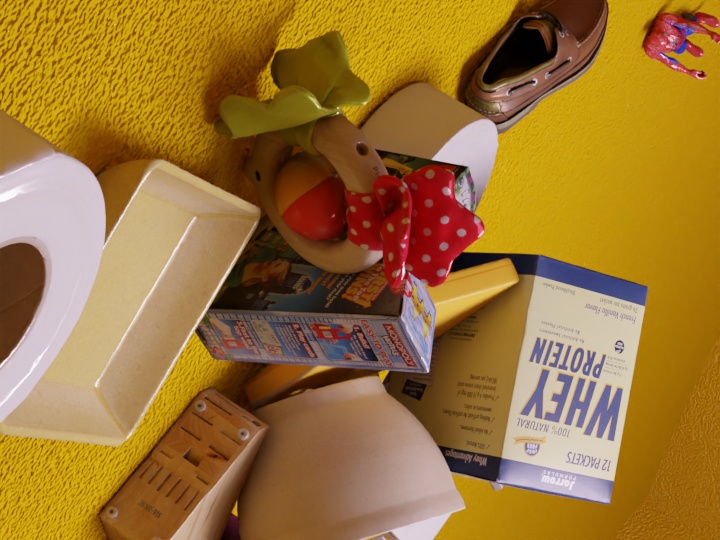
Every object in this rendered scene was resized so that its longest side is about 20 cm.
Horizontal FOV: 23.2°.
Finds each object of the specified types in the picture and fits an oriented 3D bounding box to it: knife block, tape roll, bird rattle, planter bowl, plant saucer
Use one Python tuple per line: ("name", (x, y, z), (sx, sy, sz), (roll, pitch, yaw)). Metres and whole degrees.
("knife block", (-0.156, 0.221, 1.497), (0.200, 0.064, 0.176), (-51, 161, -22))
("tape roll", (0.038, -0.062, 1.536), (0.203, 0.071, 0.203), (-49, 158, -27))
("tape roll", (-0.229, 0.009, 0.954), (0.203, 0.071, 0.203), (-48, 158, -26))
("bird rattle", (-0.012, -0.063, 1.249), (0.113, 0.200, 0.163), (-44, -179, -34))
("planter bowl", (-0.022, 0.171, 1.525), (0.199, 0.136, 0.200), (-16, 171, -2))
("plant saucer", (-0.166, 0.018, 1.182), (0.201, 0.048, 0.200), (-58, 161, 2))

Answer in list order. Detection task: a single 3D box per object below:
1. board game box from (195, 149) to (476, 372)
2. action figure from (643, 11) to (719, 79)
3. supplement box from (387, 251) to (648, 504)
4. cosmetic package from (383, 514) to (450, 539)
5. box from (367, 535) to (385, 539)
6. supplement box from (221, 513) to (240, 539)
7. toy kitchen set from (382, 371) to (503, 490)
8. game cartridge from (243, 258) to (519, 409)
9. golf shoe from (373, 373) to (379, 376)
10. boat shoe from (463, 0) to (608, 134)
("board game box", (0.000, 0.000, 1.334), (0.200, 0.199, 0.062), (-49, 131, -25))
("action figure", (0.404, -0.270, 2.104), (0.200, 0.099, 0.066), (-15, 133, -60))
("supplement box", (0.136, 0.095, 1.614), (0.133, 0.199, 0.201), (15, 84, -31))
("cosmetic package", (0.032, 0.243, 1.937), (0.085, 0.107, 0.200), (-54, 160, -10))
("box", (-0.032, 0.348, 1.536), (0.151, 0.107, 0.201), (-17, 144, -19))
("supplement box", (-0.156, 0.337, 1.614), (0.201, 0.103, 0.131), (-62, 159, 8))
("toy kitchen set", (0.086, 0.167, 1.835), (0.162, 0.201, 0.181), (-22, -167, 23))
("game cartridge", (0.017, 0.054, 1.526), (0.176, 0.033, 0.200), (-14, 163, -44))
("golf shoe", (-0.021, 0.164, 1.697), (0.200, 0.097, 0.079), (-39, 152, -47))
("boat shoe", (0.173, -0.209, 1.646), (0.200, 0.072, 0.068), (-49, 160, -27))
